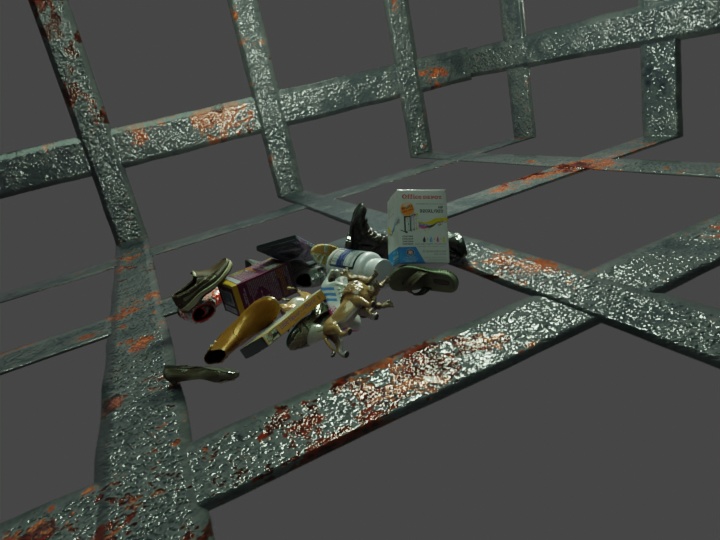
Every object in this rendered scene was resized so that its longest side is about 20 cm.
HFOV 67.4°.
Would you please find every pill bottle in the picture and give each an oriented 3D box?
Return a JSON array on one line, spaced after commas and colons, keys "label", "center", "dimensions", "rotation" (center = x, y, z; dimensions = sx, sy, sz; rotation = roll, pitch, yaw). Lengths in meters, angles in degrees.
[{"label": "pill bottle", "center": [0.000, 0.000, 1.540], "dimensions": [0.110, 0.113, 0.198], "rotation": [-26, 23, -35]}]

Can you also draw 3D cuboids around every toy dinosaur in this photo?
[{"label": "toy dinosaur", "center": [0.006, 0.069, 1.383], "dimensions": [0.134, 0.086, 0.202], "rotation": [-31, 36, 19]}]

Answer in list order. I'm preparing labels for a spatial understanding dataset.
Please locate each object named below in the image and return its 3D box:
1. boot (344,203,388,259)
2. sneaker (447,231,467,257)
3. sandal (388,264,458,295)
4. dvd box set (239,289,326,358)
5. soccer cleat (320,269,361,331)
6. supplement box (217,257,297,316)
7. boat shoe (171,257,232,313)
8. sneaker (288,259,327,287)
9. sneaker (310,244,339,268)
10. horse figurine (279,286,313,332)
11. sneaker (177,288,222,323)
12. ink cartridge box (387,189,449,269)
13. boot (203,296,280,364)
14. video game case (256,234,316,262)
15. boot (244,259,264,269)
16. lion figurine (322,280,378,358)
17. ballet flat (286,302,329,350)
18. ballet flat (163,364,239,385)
[{"label": "boot", "center": [0.048, -0.102, 1.606], "dimensions": [0.171, 0.202, 0.070], "rotation": [15, 47, -3]}, {"label": "sneaker", "center": [0.246, -0.064, 1.639], "dimensions": [0.113, 0.076, 0.200], "rotation": [-19, 9, -4]}, {"label": "sandal", "center": [0.156, 0.031, 1.408], "dimensions": [0.198, 0.081, 0.058], "rotation": [1, 36, 34]}, {"label": "dvd box set", "center": [-0.185, 0.129, 1.296], "dimensions": [0.199, 0.030, 0.146], "rotation": [-40, 4, -39]}, {"label": "soccer cleat", "center": [-0.048, 0.069, 1.338], "dimensions": [0.069, 0.088, 0.200], "rotation": [9, 25, -32]}, {"label": "supplement box", "center": [-0.311, 0.048, 1.624], "dimensions": [0.198, 0.105, 0.130], "rotation": [-25, 20, -30]}, {"label": "boat shoe", "center": [-0.460, 0.029, 1.565], "dimensions": [0.203, 0.075, 0.074], "rotation": [-49, 31, -21]}, {"label": "sneaker", "center": [-0.192, 0.013, 1.680], "dimensions": [0.197, 0.076, 0.082], "rotation": [3, 18, 37]}, {"label": "sneaker", "center": [-0.074, -0.032, 1.691], "dimensions": [0.197, 0.077, 0.087], "rotation": [13, -7, -27]}, {"label": "horse figurine", "center": [-0.186, 0.094, 1.481], "dimensions": [0.131, 0.051, 0.199], "rotation": [14, 24, 30]}, {"label": "sneaker", "center": [-0.447, 0.097, 1.640], "dimensions": [0.200, 0.068, 0.107], "rotation": [-31, 26, -34]}, {"label": "ink cartridge box", "center": [0.158, -0.111, 1.509], "dimensions": [0.144, 0.204, 0.145], "rotation": [-1, -7, -8]}, {"label": "boot", "center": [-0.285, 0.152, 1.299], "dimensions": [0.200, 0.071, 0.144], "rotation": [-36, 11, 31]}, {"label": "video game case", "center": [-0.208, -0.060, 1.676], "dimensions": [0.140, 0.019, 0.199], "rotation": [-13, -19, 23]}, {"label": "boot", "center": [-0.302, -0.006, 1.855], "dimensions": [0.130, 0.071, 0.198], "rotation": [-23, 32, -35]}, {"label": "lion figurine", "center": [-0.035, 0.106, 1.232], "dimensions": [0.121, 0.073, 0.200], "rotation": [21, 55, 42]}, {"label": "ballet flat", "center": [-0.107, 0.135, 1.310], "dimensions": [0.074, 0.069, 0.200], "rotation": [11, 23, 16]}, {"label": "ballet flat", "center": [-0.360, 0.239, 1.215], "dimensions": [0.196, 0.047, 0.067], "rotation": [-1, -10, 18]}]
